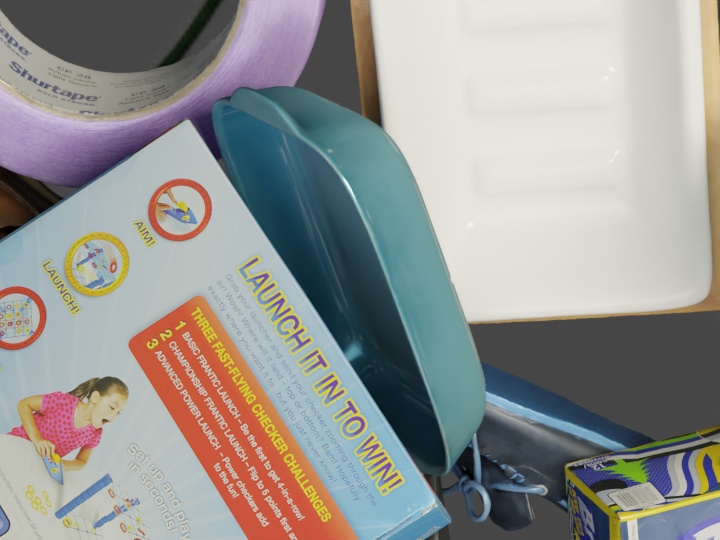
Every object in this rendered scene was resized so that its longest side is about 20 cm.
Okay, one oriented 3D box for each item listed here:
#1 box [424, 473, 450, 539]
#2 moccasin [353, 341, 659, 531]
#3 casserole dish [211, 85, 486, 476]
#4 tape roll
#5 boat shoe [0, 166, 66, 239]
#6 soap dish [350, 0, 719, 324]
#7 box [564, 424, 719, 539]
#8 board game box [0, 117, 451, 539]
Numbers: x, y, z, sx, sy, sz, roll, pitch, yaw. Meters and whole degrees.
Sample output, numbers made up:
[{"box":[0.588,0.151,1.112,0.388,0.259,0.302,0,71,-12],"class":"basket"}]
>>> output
[{"box":[-0.056,0.160,1.188,0.200,0.079,0.141,-3,149,6],"class":"box"},{"box":[0.081,0.095,1.181,0.200,0.080,0.068,25,100,-4],"class":"moccasin"},{"box":[0.000,0.000,1.079,0.039,0.121,0.200,-32,123,-21],"class":"casserole dish"},{"box":[-0.113,-0.140,1.106,0.200,0.066,0.200,2,111,4],"class":"tape roll"},{"box":[-0.181,-0.017,1.166,0.200,0.068,0.072,30,111,-7],"class":"boat shoe"},{"box":[0.080,-0.077,1.115,0.157,0.081,0.200,-4,111,6],"class":"soap dish"},{"box":[0.197,0.107,1.150,0.200,0.064,0.070,-13,112,-15],"class":"box"},{"box":[-0.098,0.073,1.045,0.196,0.056,0.200,-33,73,-1],"class":"board game box"}]
